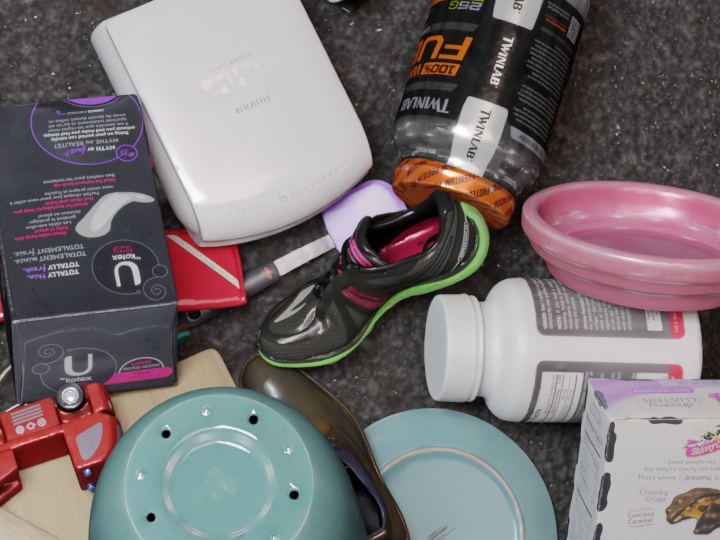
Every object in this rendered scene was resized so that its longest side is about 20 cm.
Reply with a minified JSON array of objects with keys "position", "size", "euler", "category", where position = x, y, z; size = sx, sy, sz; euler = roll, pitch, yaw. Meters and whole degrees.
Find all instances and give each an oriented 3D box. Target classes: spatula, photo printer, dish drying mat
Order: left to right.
[{"position":[-0.189,0.001,1.743],"size":[0.198,0.018,0.077],"euler":[-2,56,-11],"category":"dish drying mat"},{"position":[-0.094,-0.125,1.765],"size":[0.165,0.069,0.201],"euler":[-24,82,-17],"category":"photo printer"},{"position":[-0.053,-0.008,1.784],"size":[0.199,0.021,0.057],"euler":[-28,88,-14],"category":"spatula"}]

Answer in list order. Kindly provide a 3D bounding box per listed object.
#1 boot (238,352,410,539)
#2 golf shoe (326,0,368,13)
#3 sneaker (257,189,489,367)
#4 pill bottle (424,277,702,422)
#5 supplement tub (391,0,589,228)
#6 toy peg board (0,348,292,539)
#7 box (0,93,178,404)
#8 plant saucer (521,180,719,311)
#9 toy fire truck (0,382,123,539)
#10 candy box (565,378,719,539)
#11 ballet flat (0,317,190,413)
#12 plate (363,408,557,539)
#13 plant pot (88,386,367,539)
[{"position":[-0.028,0.134,1.712],"size":[0.075,0.097,0.200],"euler":[-36,75,-6],"category":"boot"},{"position":[-0.020,-0.260,1.740],"size":[0.078,0.200,0.095],"euler":[-36,78,-3],"category":"golf shoe"},{"position":[0.000,0.000,1.739],"size":[0.199,0.084,0.077],"euler":[-34,48,5],"category":"sneaker"},{"position":[0.154,0.062,1.767],"size":[0.198,0.111,0.112],"euler":[2,80,-11],"category":"pill bottle"},{"position":[0.098,-0.143,1.785],"size":[0.122,0.123,0.201],"euler":[19,77,-7],"category":"supplement tub"},{"position":[-0.151,0.197,1.671],"size":[0.198,0.098,0.201],"euler":[-24,67,-11],"category":"toy peg board"},{"position":[-0.206,-0.017,1.672],"size":[0.121,0.106,0.201],"euler":[-6,53,-11],"category":"box"},{"position":[0.221,-0.017,1.766],"size":[0.199,0.201,0.051],"euler":[2,110,-11],"category":"plant saucer"},{"position":[-0.252,0.171,1.601],"size":[0.199,0.049,0.142],"euler":[-17,67,-9],"category":"toy fire truck"},{"position":[0.247,0.185,1.737],"size":[0.166,0.072,0.202],"euler":[1,113,-11],"category":"candy box"},{"position":[-0.222,0.080,1.714],"size":[0.200,0.068,0.069],"euler":[-38,81,-15],"category":"ballet flat"},{"position":[0.059,0.205,1.768],"size":[0.198,0.026,0.202],"euler":[2,79,-11],"category":"plate"},{"position":[-0.093,0.171,1.542],"size":[0.199,0.161,0.202],"euler":[0,65,0],"category":"plant pot"}]
